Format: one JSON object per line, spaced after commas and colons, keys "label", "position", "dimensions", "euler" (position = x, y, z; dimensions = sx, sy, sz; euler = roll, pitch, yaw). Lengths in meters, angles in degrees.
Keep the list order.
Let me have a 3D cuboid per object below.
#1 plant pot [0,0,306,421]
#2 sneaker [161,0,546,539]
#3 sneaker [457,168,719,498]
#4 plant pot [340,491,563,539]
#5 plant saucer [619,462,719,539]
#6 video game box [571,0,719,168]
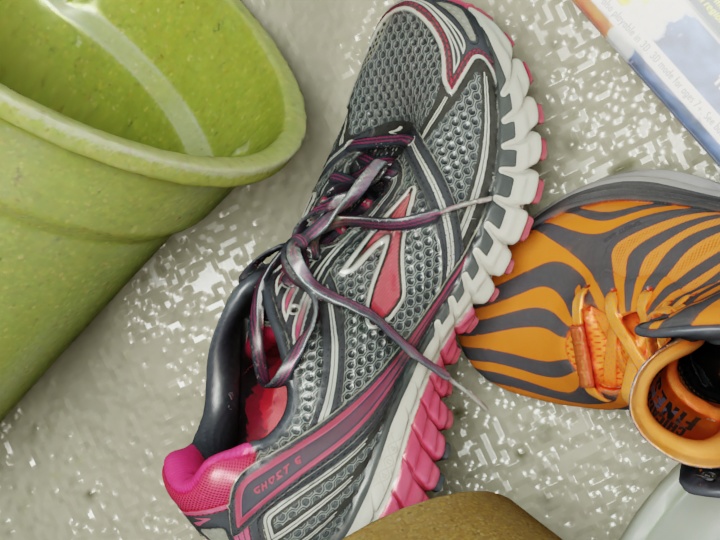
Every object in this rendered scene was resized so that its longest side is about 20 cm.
{"label": "plant pot", "position": [-0.150, -0.027, 0.952], "dimensions": [0.200, 0.200, 0.184], "euler": [40, 113, 9]}
{"label": "sneaker", "position": [0.000, 0.000, 0.928], "dimensions": [0.081, 0.075, 0.200], "euler": [-10, 59, 50]}
{"label": "sneaker", "position": [0.093, 0.019, 0.893], "dimensions": [0.200, 0.112, 0.078], "euler": [-9, 106, 39]}
{"label": "plant pot", "position": [0.053, 0.169, 0.844], "dimensions": [0.186, 0.186, 0.200], "euler": [-36, 63, 13]}
{"label": "plant saucer", "position": [0.170, 0.135, 0.912], "dimensions": [0.200, 0.050, 0.200], "euler": [0, 94, -3]}
{"label": "video game box", "position": [0.158, -0.121, 0.930], "dimensions": [0.182, 0.047, 0.200], "euler": [-43, 83, 11]}
